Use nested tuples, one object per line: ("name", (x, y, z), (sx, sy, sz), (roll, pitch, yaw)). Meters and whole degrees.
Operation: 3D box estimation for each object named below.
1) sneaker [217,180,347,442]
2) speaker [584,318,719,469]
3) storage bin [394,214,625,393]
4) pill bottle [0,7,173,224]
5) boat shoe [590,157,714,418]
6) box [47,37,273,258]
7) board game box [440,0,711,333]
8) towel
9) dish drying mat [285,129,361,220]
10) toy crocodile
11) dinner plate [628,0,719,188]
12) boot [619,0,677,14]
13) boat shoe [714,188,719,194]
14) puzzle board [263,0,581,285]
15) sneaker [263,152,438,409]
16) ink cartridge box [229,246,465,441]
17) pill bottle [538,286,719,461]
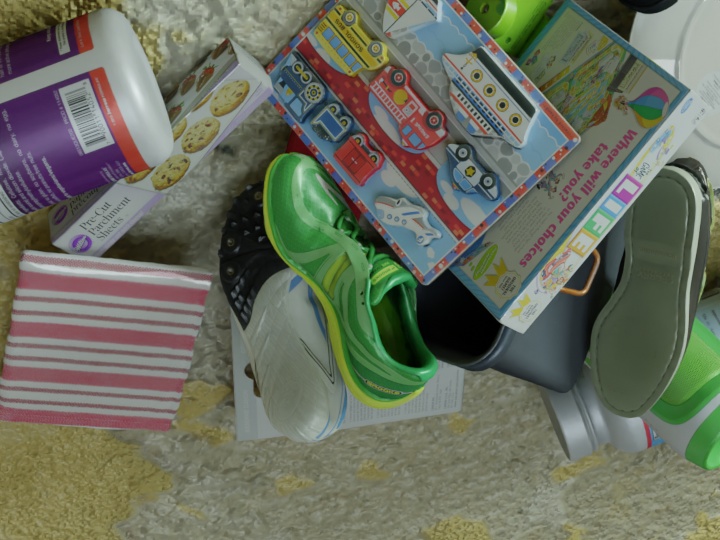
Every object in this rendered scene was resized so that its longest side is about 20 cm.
("sneaker", (-0.058, 0.032, 1.075), (0.072, 0.072, 0.201), (-14, 87, 13))
("speaker", (0.233, 0.066, 1.141), (0.088, 0.200, 0.089), (-29, 146, -22))
("storage bin", (0.134, -0.004, 1.083), (0.134, 0.145, 0.201), (29, 82, -42))
("pill bottle", (-0.236, -0.095, 0.959), (0.199, 0.113, 0.113), (-20, 128, 1))
("boat shoe", (0.224, 0.014, 1.060), (0.061, 0.072, 0.202), (-28, 132, -54))
("box", (-0.148, -0.085, 1.034), (0.200, 0.039, 0.041), (-41, 131, 15))
("board game box", (0.130, -0.075, 0.990), (0.200, 0.135, 0.034), (-51, 140, 11))
("towel", (-0.205, 0.057, 1.111), (0.146, 0.030, 0.200), (6, 135, -17))
("dish drying mat", (-0.040, -0.035, 1.116), (0.076, 0.018, 0.201), (4, 123, -22))
("toy crocodile", (0.085, -0.155, 1.036), (0.067, 0.062, 0.200), (11, 118, -44))
("dinner plate", (0.282, -0.159, 1.057), (0.199, 0.024, 0.201), (-8, 107, -26))
("boot", (0.200, -0.279, 0.928), (0.162, 0.073, 0.199), (11, 116, -53))
("boat shoe", (0.223, -0.107, 1.096), (0.201, 0.061, 0.072), (32, 111, -32))
("puzzle board", (0.035, -0.113, 0.991), (0.151, 0.200, 0.017), (-44, 167, 18))
("sneaker", (0.000, 0.000, 1.017), (0.083, 0.074, 0.201), (-25, 93, 47))
("ink cartridge box", (-0.010, 0.060, 1.175), (0.199, 0.050, 0.163), (-5, 128, -8))
("pill bottle", (0.261, 0.093, 1.233), (0.199, 0.109, 0.109), (-21, 128, 1))
